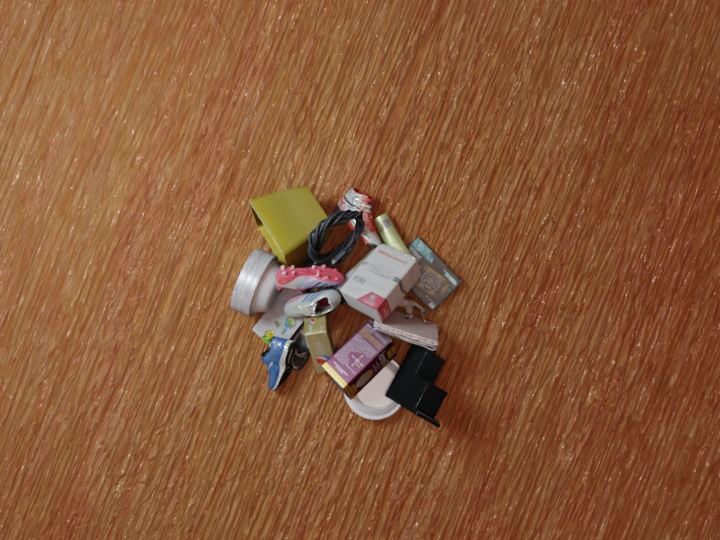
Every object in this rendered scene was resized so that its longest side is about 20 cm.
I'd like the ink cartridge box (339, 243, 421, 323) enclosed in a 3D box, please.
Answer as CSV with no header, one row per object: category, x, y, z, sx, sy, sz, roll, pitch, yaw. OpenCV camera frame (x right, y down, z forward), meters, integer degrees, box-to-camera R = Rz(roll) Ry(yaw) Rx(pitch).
ink cartridge box,0.061,0.033,1.634,0.145,0.085,0.200,26,65,34

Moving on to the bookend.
bookend,0.193,0.324,1.645,0.092,0.199,0.201,32,80,-22

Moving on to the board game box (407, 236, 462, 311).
board game box,0.202,0.011,1.754,0.135,0.028,0.200,-44,87,1

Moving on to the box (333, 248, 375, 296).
box,0.000,0.000,1.714,0.200,0.041,0.039,-45,106,-23

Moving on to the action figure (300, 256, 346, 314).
action figure,-0.127,0.035,1.718,0.119,0.102,0.200,-39,105,-23

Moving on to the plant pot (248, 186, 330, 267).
plant pot,-0.199,-0.136,1.686,0.176,0.200,0.200,-32,77,-12

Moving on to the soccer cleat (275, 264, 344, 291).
soccer cleat,-0.149,0.028,1.636,0.199,0.067,0.077,3,129,-16

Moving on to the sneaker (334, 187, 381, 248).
sneaker,0.015,-0.165,1.716,0.201,0.067,0.108,46,109,19

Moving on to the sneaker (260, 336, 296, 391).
sneaker,-0.260,0.282,1.726,0.089,0.079,0.201,24,118,15

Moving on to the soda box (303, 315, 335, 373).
soda box,-0.118,0.224,1.684,0.067,0.200,0.064,-9,47,2

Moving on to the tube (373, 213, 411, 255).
tube,0.105,-0.078,1.734,0.052,0.058,0.201,-19,76,-35

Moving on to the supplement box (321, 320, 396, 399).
supplement box,0.000,0.269,1.674,0.200,0.131,0.103,-43,62,-12

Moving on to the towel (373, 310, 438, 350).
towel,0.137,0.168,1.676,0.199,0.191,0.032,18,104,2

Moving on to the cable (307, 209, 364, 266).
cable,-0.069,-0.105,1.626,0.200,0.163,0.051,-49,48,7

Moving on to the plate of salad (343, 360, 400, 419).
plate of salad,0.045,0.361,1.746,0.199,0.048,0.201,1,80,-4

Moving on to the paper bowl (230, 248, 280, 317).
paper bowl,-0.300,0.045,1.686,0.104,0.201,0.201,22,90,2

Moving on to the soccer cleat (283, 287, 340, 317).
soccer cleat,-0.152,0.105,1.649,0.199,0.086,0.070,-18,112,24

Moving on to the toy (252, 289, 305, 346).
toy,-0.236,0.147,1.756,0.115,0.047,0.200,41,98,11

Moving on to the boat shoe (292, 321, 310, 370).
boat shoe,-0.179,0.218,1.751,0.067,0.057,0.201,19,90,2

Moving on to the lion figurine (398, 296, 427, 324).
lion figurine,0.121,0.089,1.729,0.200,0.123,0.073,37,102,-13
